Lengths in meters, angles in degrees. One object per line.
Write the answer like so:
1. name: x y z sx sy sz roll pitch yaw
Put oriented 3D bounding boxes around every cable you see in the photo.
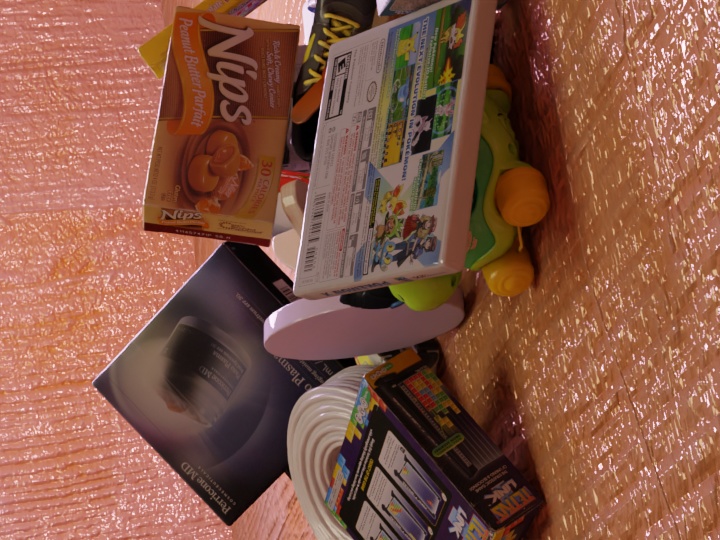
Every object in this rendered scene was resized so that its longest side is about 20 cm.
1. cable: 0.012 0.189 1.521 0.199 0.069 0.202 27 125 38

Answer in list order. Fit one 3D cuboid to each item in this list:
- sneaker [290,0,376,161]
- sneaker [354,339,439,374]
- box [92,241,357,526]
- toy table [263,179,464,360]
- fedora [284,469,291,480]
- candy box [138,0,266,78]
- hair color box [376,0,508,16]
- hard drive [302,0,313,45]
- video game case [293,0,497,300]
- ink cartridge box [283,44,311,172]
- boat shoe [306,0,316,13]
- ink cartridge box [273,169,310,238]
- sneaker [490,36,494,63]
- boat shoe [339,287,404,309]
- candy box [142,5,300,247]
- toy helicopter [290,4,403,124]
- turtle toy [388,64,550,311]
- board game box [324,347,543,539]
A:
1. sneaker: -0.017 -0.185 1.495 0.085 0.074 0.202 -67 -11 -61
2. sneaker: 0.019 0.076 1.604 0.200 0.077 0.091 -116 21 -58
3. box: -0.122 0.108 1.665 0.200 0.198 0.123 45 -170 3
4. toy table: 0.000 0.000 1.471 0.184 0.198 0.119 32 -129 -57
5. fedora: -0.036 0.129 1.801 0.200 0.090 0.203 -3 -90 -74
6. candy box: -0.122 -0.253 1.587 0.027 0.199 0.102 54 179 1
7. hair color box: 0.053 -0.292 1.211 0.061 0.099 0.203 146 118 -75
8. hard drive: -0.031 -0.243 1.820 0.200 0.026 0.134 173 92 -78
9. video game case: 0.023 -0.086 1.196 0.181 0.022 0.202 -12 66 53
10. ink cartridge box: -0.074 -0.152 1.647 0.147 0.197 0.084 111 151 -66
11. boat shoe: -0.006 -0.283 1.605 0.200 0.071 0.073 168 115 -83
12. ink cartridge box: -0.073 -0.062 1.598 0.200 0.158 0.048 22 -103 -69
13. sneaker: 0.054 -0.168 1.333 0.201 0.069 0.091 100 158 -58
14. boat shoe: 0.000 -0.070 1.357 0.084 0.068 0.202 100 164 -75
15. candy box: -0.121 -0.128 1.475 0.055 0.114 0.202 109 169 -65
16. toy helicopter: 0.011 -0.175 1.449 0.078 0.132 0.203 8 86 44
17. turtle toy: 0.068 -0.048 1.246 0.201 0.100 0.147 97 163 -47
18. board game box: 0.054 0.186 1.351 0.165 0.056 0.201 48 148 22
